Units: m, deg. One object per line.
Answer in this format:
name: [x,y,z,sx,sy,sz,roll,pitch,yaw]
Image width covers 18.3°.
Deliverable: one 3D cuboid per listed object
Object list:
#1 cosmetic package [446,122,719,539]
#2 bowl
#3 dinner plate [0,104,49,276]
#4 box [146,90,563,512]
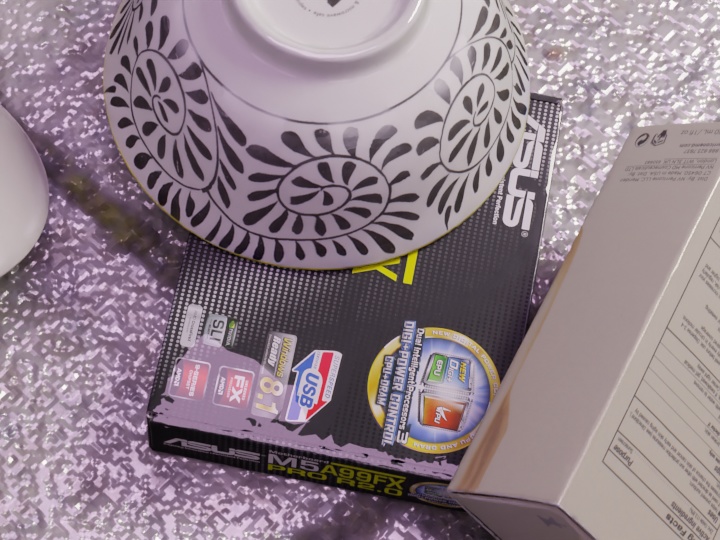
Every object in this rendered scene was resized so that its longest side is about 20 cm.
cosmetic package: [0.131,0.043,0.982,0.105,0.071,0.200,46,63,-32]
bowl: [-0.016,-0.110,1.003,0.200,0.094,0.201,2,66,-4]
dinner plate: [-0.235,-0.056,0.996,0.200,0.024,0.200,14,35,-10]
box: [0.000,0.000,1.030,0.160,0.044,0.200,11,66,2]
